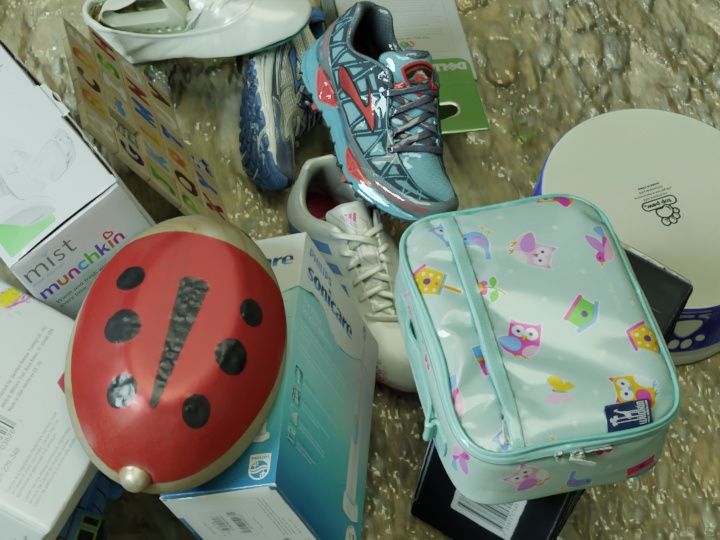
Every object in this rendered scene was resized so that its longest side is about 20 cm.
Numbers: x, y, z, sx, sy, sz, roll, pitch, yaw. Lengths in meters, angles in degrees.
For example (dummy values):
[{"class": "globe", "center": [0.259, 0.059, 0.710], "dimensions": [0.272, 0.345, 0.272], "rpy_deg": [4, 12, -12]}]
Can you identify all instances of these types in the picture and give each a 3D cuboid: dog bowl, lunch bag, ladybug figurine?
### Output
[{"class": "dog bowl", "center": [0.229, -0.029, 1.399], "dimensions": [0.200, 0.079, 0.200], "rpy_deg": [4, 54, -6]}, {"class": "lunch bag", "center": [0.107, 0.050, 1.143], "dimensions": [0.160, 0.077, 0.200], "rpy_deg": [-8, 56, -14]}, {"class": "ladybug figurine", "center": [-0.112, 0.045, 1.103], "dimensions": [0.136, 0.072, 0.200], "rpy_deg": [13, 57, -4]}]

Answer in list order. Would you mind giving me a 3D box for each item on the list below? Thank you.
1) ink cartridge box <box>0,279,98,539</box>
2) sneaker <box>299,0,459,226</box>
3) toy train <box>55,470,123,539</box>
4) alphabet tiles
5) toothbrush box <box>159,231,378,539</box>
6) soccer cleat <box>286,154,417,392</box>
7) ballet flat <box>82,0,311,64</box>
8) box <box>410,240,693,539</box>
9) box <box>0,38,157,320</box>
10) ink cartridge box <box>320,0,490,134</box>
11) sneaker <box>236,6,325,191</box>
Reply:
[{"class": "ink cartridge box", "center": [-0.257, 0.081, 1.125], "dimensions": [0.200, 0.086, 0.148], "rpy_deg": [28, 52, 0]}, {"class": "sneaker", "center": [0.021, -0.122, 1.339], "dimensions": [0.079, 0.096, 0.200], "rpy_deg": [-3, 53, -42]}, {"class": "toy train", "center": [-0.220, 0.148, 1.203], "dimensions": [0.114, 0.087, 0.200], "rpy_deg": [19, 52, -6]}, {"class": "alphabet tiles", "center": [-0.164, -0.111, 1.355], "dimensions": [0.008, 0.167, 0.200], "rpy_deg": [-39, 36, 13]}, {"class": "toothbrush box", "center": [-0.056, 0.098, 1.210], "dimensions": [0.085, 0.146, 0.200], "rpy_deg": [-8, 53, 20]}, {"class": "soccer cleat", "center": [0.000, 0.000, 1.337], "dimensions": [0.070, 0.086, 0.200], "rpy_deg": [-21, 61, -22]}, {"class": "ballet flat", "center": [-0.139, -0.205, 1.421], "dimensions": [0.200, 0.069, 0.070], "rpy_deg": [-4, 49, 26]}, {"class": "box", "center": [0.135, 0.090, 1.258], "dimensions": [0.104, 0.148, 0.200], "rpy_deg": [29, 54, 12]}, {"class": "box", "center": [-0.210, -0.043, 1.243], "dimensions": [0.097, 0.177, 0.200], "rpy_deg": [-39, 54, -5]}, {"class": "ink cartridge box", "center": [0.035, -0.173, 1.481], "dimensions": [0.104, 0.059, 0.200], "rpy_deg": [-5, 56, -12]}, {"class": "sneaker", "center": [-0.053, -0.150, 1.444], "dimensions": [0.085, 0.077, 0.200], "rpy_deg": [4, 55, -11]}]
